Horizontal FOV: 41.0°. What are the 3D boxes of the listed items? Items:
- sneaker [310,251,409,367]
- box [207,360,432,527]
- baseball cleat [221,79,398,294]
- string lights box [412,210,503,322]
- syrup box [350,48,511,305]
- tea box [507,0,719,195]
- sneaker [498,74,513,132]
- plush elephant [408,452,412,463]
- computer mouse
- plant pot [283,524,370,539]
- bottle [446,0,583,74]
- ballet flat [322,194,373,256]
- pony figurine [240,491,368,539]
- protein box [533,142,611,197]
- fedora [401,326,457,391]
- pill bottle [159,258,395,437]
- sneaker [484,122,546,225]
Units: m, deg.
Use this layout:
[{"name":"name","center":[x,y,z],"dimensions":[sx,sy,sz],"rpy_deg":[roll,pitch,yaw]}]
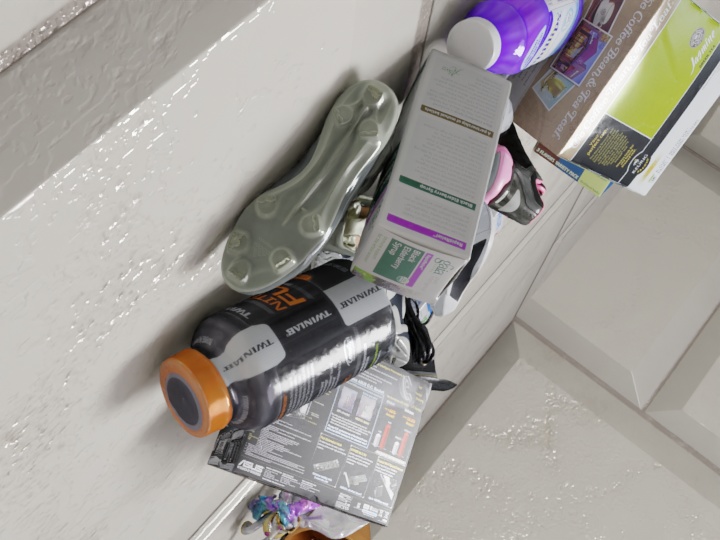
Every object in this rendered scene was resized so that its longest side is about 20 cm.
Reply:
[{"name":"sneaker","center":[0.000,0.000,1.018],"dimensions":[0.079,0.130,0.199],"rpy_deg":[-20,131,14]},{"name":"box","center":[-0.034,0.151,0.960],"dimensions":[0.050,0.200,0.158],"rpy_deg":[-1,-114,54]},{"name":"baseball cleat","center":[-0.030,-0.056,0.769],"dimensions":[0.200,0.070,0.106],"rpy_deg":[-50,166,-5]},{"name":"string lights box","center":[0.121,-0.018,1.370],"dimensions":[0.200,0.059,0.103],"rpy_deg":[-51,165,-8]},{"name":"syrup box","center":[0.061,-0.081,0.811],"dimensions":[0.079,0.081,0.200],"rpy_deg":[119,-9,-57]},{"name":"tea box","center":[0.282,-0.215,1.058],"dimensions":[0.197,0.134,0.200],"rpy_deg":[14,115,-46]},{"name":"sneaker","center":[0.096,-0.123,0.993],"dimensions":[0.115,0.075,0.200],"rpy_deg":[-38,157,-40]},{"name":"plush elephant","center":[-0.057,0.164,1.072],"dimensions":[0.155,0.200,0.165],"rpy_deg":[-24,162,-25]},{"name":"computer mouse","center":[0.082,0.005,1.025],"dimensions":[0.110,0.044,0.200],"rpy_deg":[-100,-153,-48]},{"name":"plant pot","center":[-0.061,0.585,2.054],"dimensions":[0.200,0.200,0.140],"rpy_deg":[-60,-178,27]},{"name":"bottle","center":[0.146,-0.229,0.913],"dimensions":[0.200,0.065,0.084],"rpy_deg":[-34,156,-52]},{"name":"ballet flat","center":[0.027,-0.034,0.893],"dimensions":[0.200,0.064,0.067],"rpy_deg":[5,92,-51]},{"name":"pony figurine","center":[-0.096,0.370,1.501],"dimensions":[0.193,0.167,0.200],"rpy_deg":[-34,174,-32]},{"name":"protein box","center":[0.417,-0.264,1.557],"dimensions":[0.199,0.135,0.200],"rpy_deg":[-38,160,-45]},{"name":"fedora","center":[0.044,0.115,1.324],"dimensions":[0.201,0.200,0.092],"rpy_deg":[32,63,-76]},{"name":"pill bottle","center":[-0.072,0.070,0.833],"dimensions":[0.200,0.106,0.106],"rpy_deg":[-26,152,-38]},{"name":"sneaker","center":[0.163,-0.116,1.078],"dimensions":[0.079,0.095,0.200],"rpy_deg":[-50,-161,31]}]
